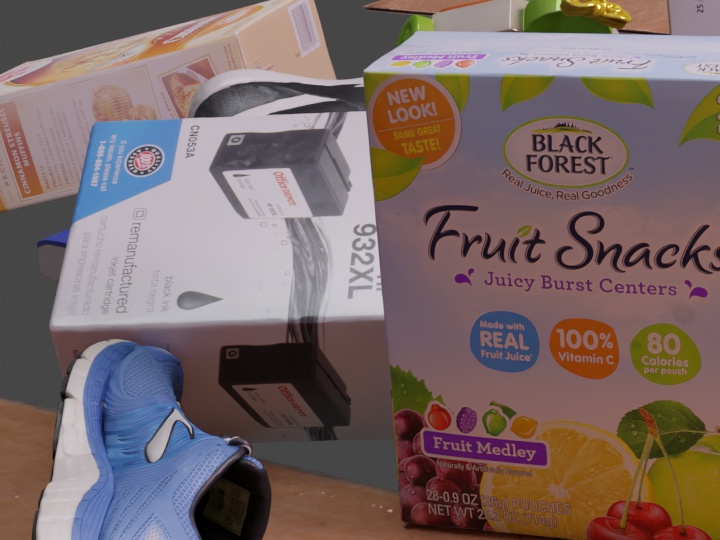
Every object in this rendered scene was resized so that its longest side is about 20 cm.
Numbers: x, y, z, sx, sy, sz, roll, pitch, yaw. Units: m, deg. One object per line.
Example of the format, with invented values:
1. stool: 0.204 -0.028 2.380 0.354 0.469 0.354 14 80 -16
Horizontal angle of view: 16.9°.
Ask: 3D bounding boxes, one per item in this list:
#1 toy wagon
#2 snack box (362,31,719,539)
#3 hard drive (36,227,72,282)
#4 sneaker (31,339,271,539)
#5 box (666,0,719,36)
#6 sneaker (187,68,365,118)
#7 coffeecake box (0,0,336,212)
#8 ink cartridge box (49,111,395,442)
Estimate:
1. toy wagon: 0.091 -0.104 1.339 0.155 0.200 0.040 13 57 -17
2. snack box: 0.095 0.008 0.970 0.169 0.200 0.068 3 20 22
3. hard drive: -0.056 -0.028 1.305 0.132 0.025 0.200 11 25 38
4. sneaker: -0.081 0.093 0.981 0.089 0.079 0.200 2 27 -3
5. box: 0.208 -0.147 1.453 0.041 0.156 0.200 -4 20 9
6. sneaker: 0.016 -0.053 1.251 0.200 0.073 0.112 -4 36 -9
7. coffeecake box: -0.132 -0.100 1.455 0.200 0.073 0.154 -13 12 18
8. ink cartridge box: -0.030 0.002 1.125 0.200 0.084 0.145 -2 43 7
